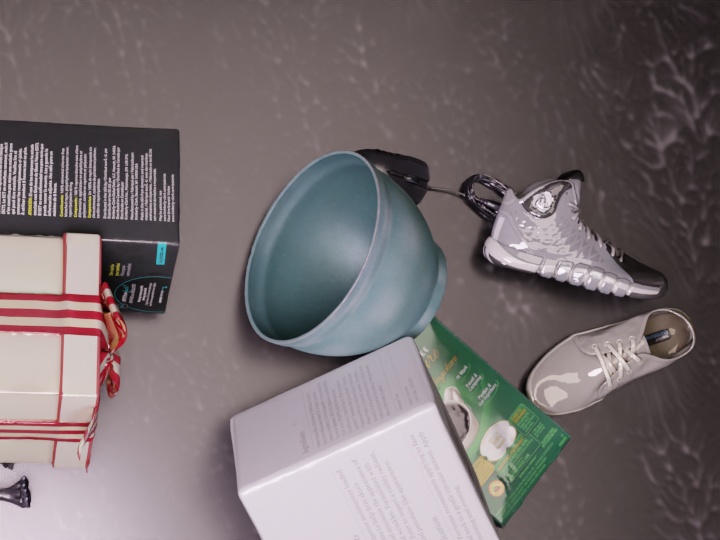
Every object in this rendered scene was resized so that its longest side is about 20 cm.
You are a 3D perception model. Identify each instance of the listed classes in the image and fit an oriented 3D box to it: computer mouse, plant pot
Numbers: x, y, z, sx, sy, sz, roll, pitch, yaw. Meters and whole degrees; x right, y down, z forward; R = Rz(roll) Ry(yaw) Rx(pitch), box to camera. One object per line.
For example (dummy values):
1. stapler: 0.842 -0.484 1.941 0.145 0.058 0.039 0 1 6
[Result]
1. computer mouse: 0.078 -0.086 1.784 0.199 0.034 0.059 11 80 -10
2. plant pot: 0.000 0.000 1.692 0.134 0.200 0.201 26 78 -33

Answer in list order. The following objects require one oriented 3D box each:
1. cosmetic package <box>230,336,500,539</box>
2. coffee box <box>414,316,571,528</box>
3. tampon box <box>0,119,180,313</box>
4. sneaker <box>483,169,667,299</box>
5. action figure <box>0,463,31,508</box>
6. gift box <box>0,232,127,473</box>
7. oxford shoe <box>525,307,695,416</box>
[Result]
1. cosmetic package: 0.001 0.197 1.622 0.199 0.165 0.165 -24 112 3
2. coffee box: 0.103 0.152 1.754 0.200 0.044 0.123 40 78 -5
3. tampon box: -0.277 -0.051 1.636 0.199 0.150 0.127 3 63 -12
4. sneaker: 0.234 -0.042 1.777 0.199 0.075 0.116 13 95 -9
5. action figure: -0.413 0.190 1.613 0.199 0.102 0.119 -6 57 -9
6. gift box: -0.308 0.089 1.553 0.186 0.185 0.201 1 66 -12
7. oxford shoe: 0.263 0.090 1.788 0.199 0.058 0.075 -23 90 -11
